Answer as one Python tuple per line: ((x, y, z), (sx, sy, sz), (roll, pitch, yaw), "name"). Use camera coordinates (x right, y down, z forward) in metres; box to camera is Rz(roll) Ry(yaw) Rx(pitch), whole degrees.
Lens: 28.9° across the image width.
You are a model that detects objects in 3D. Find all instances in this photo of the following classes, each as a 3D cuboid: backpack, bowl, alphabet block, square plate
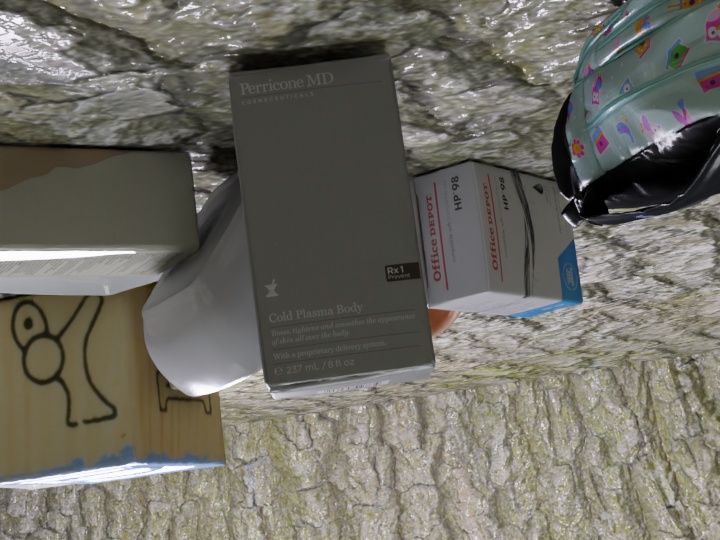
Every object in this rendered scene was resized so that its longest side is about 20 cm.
((0.207, -0.108, 0.821), (0.167, 0.127, 0.200), (-16, 171, -15), "backpack")
((-0.091, -0.008, 1.067), (0.075, 0.200, 0.200), (34, 156, -16), "bowl")
((-0.282, 0.128, 1.553), (0.195, 0.200, 0.196), (-10, 169, 20), "alphabet block")
((-0.261, -0.010, 1.301), (0.198, 0.028, 0.200), (5, 164, -44), "square plate")

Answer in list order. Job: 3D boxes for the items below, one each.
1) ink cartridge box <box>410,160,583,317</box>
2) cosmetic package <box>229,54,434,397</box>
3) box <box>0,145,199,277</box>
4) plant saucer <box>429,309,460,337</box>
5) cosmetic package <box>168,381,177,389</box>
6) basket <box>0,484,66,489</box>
((0.110, -0.025, 1.215), (0.067, 0.116, 0.200), (-15, 167, 36), "ink cartridge box")
((-0.019, -0.026, 0.878), (0.107, 0.200, 0.090), (-9, 172, -2), "cosmetic package")
((-0.228, -0.041, 1.024), (0.200, 0.078, 0.095), (0, 167, -30), "box")
((0.000, 0.000, 1.290), (0.200, 0.037, 0.200), (6, 141, 5), "plant saucer")
((-0.108, 0.055, 1.478), (0.200, 0.073, 0.104), (-28, 164, 21), "cosmetic package")
((-0.633, 0.365, 2.771), (0.135, 0.123, 0.200), (-8, 168, 9), "basket")
